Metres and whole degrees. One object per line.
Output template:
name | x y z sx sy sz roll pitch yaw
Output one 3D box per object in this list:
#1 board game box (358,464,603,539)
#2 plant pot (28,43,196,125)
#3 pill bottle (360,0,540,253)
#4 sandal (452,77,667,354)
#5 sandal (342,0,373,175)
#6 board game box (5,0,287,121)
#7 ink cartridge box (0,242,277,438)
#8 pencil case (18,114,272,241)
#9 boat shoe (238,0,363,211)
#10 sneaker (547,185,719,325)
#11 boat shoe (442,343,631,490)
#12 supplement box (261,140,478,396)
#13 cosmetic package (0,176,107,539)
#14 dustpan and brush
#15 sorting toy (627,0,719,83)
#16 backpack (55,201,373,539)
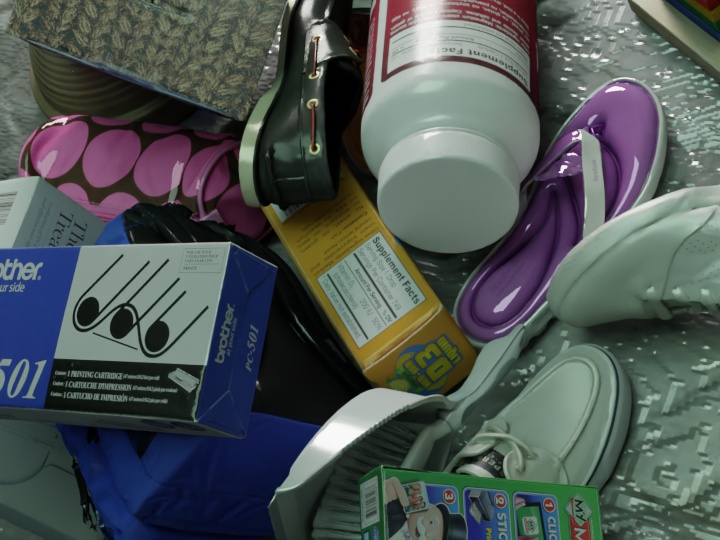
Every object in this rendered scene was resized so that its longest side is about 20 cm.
board game box | 0.067 0.204 0.713 0.029 0.133 0.202 -37 49 54
plant pot | -0.193 -0.207 1.135 0.199 0.093 0.202 -14 56 21
pill bottle | 0.057 -0.113 0.908 0.112 0.113 0.201 -14 47 22
sandal | 0.124 -0.037 0.884 0.082 0.050 0.204 24 78 37
sandal | -0.005 -0.161 1.023 0.079 0.059 0.208 -28 52 12
board game box | -0.142 -0.175 0.976 0.200 0.158 0.098 -142 72 -79
ink cartridge box | -0.142 0.037 0.784 0.199 0.044 0.095 -1 71 36
pencil case | -0.156 -0.059 1.033 0.199 0.091 0.094 7 31 34
boat shoe | -0.026 -0.120 0.932 0.062 0.074 0.203 0 48 14
sneaker | 0.204 0.001 0.801 0.199 0.075 0.089 -23 66 14
boat shoe | 0.079 0.120 0.807 0.072 0.066 0.200 35 83 39
supplement box | 0.000 0.000 0.909 0.069 0.067 0.201 -34 45 4
cosmetic package | -0.206 0.063 0.944 0.051 0.151 0.202 -2 62 38
dustpan and brush | 0.031 0.097 0.810 0.057 0.140 0.201 18 55 23
sorting toy | 0.289 -0.197 0.874 0.198 0.070 0.200 -41 51 2
backpack | -0.110 0.065 0.885 0.168 0.162 0.201 -46 51 19
